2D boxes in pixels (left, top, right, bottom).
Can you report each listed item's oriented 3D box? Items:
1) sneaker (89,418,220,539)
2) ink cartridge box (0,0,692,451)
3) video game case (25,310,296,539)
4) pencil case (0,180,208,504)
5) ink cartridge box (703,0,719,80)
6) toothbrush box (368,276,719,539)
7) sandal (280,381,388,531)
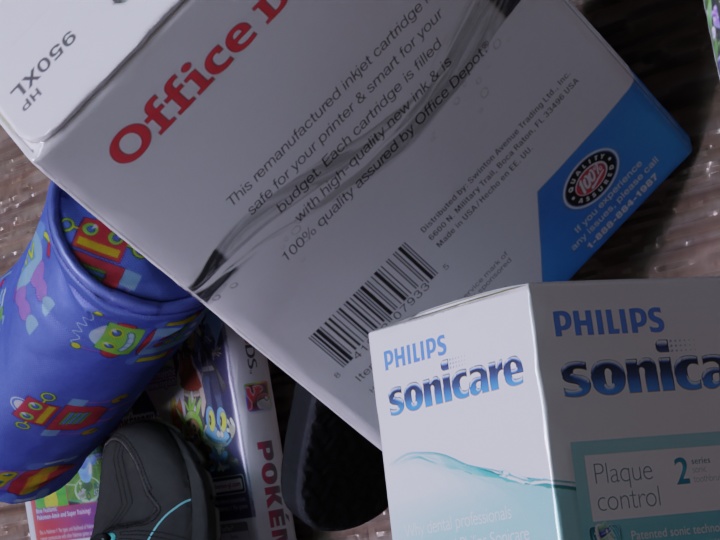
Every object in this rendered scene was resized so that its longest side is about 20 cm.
[{"bbox_3d":[-0.094,0.139,1.064,0.076,0.079,0.201,111,159,-47],"label":"sneaker"},{"bbox_3d":[-0.010,-0.056,0.866,0.145,0.200,0.084,-46,45,2],"label":"ink cartridge box"},{"bbox_3d":[-0.089,0.097,1.176,0.200,0.023,0.183,-14,85,56],"label":"video game case"},{"bbox_3d":[-0.114,0.020,1.102,0.200,0.078,0.087,133,143,-54],"label":"pencil case"},{"bbox_3d":[0.188,-0.086,0.686,0.200,0.108,0.051,-29,68,53],"label":"ink cartridge box"},{"bbox_3d":[0.093,0.105,0.806,0.085,0.146,0.201,-19,74,54],"label":"toothbrush box"},{"bbox_3d":[0.000,0.000,1.004,0.045,0.075,0.201,40,126,43],"label":"sandal"}]
